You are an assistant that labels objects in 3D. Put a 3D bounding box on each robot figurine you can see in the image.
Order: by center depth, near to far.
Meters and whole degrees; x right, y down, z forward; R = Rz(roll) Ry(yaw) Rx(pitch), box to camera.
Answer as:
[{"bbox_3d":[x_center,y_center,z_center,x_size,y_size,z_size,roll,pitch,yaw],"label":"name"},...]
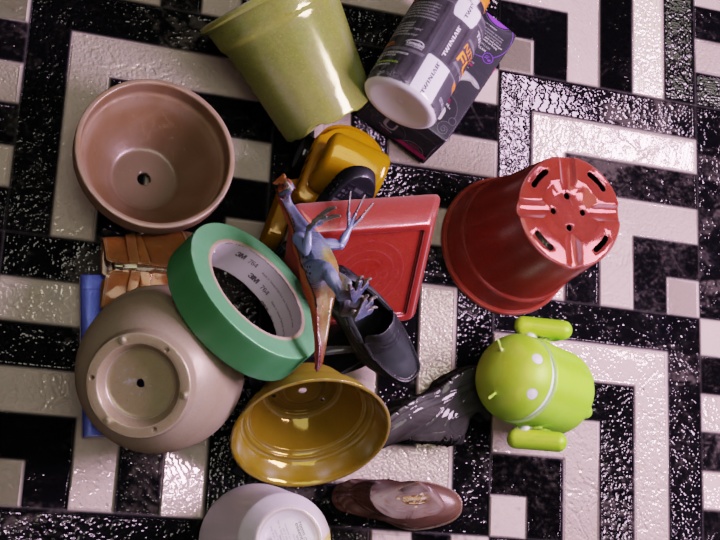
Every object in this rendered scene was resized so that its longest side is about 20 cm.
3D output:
[{"bbox_3d":[0.230,0.151,1.662,0.200,0.115,0.176,23,69,-46],"label":"robot figurine"}]

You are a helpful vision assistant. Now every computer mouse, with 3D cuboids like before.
[{"bbox_3d":[-0.054,-0.059,1.584,0.059,0.200,0.034,29,24,-41],"label":"computer mouse"}]

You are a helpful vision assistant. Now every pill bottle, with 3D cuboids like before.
[{"bbox_3d":[0.094,-0.291,1.631,0.106,0.106,0.200,33,70,-9],"label":"pill bottle"}]

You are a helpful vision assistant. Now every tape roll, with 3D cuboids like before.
[{"bbox_3d":[-0.136,0.035,1.490,0.200,0.048,0.201,37,27,-22],"label":"tape roll"}]

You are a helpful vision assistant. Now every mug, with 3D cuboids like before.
[{"bbox_3d":[-0.090,0.335,1.513,0.186,0.153,0.150,28,70,-11],"label":"mug"}]

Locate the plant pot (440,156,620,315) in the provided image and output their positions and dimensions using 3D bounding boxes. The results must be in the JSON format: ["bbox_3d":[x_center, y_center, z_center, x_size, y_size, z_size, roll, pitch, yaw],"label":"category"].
[{"bbox_3d":[0.237,-0.057,1.692,0.200,0.195,0.202,5,76,-18],"label":"plant pot"}]

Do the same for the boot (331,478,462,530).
[{"bbox_3d":[0.074,0.286,1.554,0.186,0.200,0.064,5,76,-18],"label":"boot"}]

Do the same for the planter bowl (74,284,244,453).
[{"bbox_3d":[-0.242,0.123,1.450,0.199,0.135,0.201,0,95,3],"label":"planter bowl"}]

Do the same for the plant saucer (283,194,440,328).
[{"bbox_3d":[0.000,0.000,1.608,0.199,0.200,0.037,-5,40,-20],"label":"plant saucer"}]

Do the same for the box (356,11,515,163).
[{"bbox_3d":[0.104,-0.270,1.743,0.122,0.106,0.200,36,69,-6],"label":"box"}]

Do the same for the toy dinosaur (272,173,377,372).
[{"bbox_3d":[-0.061,-0.020,1.472,0.181,0.105,0.200,38,87,27],"label":"toy dinosaur"}]

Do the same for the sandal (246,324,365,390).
[{"bbox_3d":[-0.048,0.117,1.620,0.199,0.043,0.076,-18,127,-15],"label":"sandal"}]

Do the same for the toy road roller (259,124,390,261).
[{"bbox_3d":[-0.037,-0.094,1.632,0.123,0.146,0.201,23,71,-12],"label":"toy road roller"}]

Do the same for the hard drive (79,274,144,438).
[{"bbox_3d":[-0.281,0.106,1.567,0.131,0.025,0.201,1,77,-19],"label":"hard drive"}]

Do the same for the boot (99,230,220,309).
[{"bbox_3d":[-0.241,0.045,1.544,0.154,0.074,0.201,0,65,-23],"label":"boot"}]

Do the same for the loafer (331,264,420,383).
[{"bbox_3d":[0.016,0.073,1.571,0.068,0.070,0.201,-48,121,-16],"label":"loafer"}]

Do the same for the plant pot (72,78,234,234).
[{"bbox_3d":[-0.265,-0.131,1.585,0.200,0.093,0.202,7,69,-17],"label":"plant pot"}]

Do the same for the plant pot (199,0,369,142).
[{"bbox_3d":[-0.079,-0.277,1.650,0.200,0.200,0.185,-31,100,-22],"label":"plant pot"}]

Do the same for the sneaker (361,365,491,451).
[{"bbox_3d":[0.092,0.199,1.652,0.200,0.076,0.091,-25,92,-21],"label":"sneaker"}]

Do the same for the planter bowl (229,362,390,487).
[{"bbox_3d":[-0.067,0.175,1.571,0.200,0.201,0.084,6,40,-18],"label":"planter bowl"}]
